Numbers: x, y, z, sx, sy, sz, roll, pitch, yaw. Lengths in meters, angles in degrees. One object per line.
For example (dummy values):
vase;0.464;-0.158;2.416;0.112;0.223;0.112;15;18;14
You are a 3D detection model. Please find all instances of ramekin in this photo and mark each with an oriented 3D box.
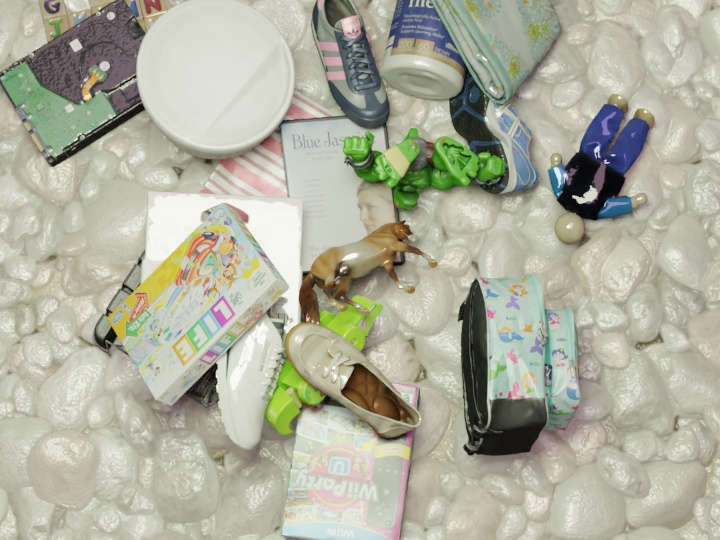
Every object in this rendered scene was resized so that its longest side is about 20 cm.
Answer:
ramekin;-0.183;-0.234;1.733;0.199;0.094;0.205;2;76;-7

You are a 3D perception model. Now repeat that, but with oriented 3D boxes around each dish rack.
dish rack;-0.224;0.072;1.719;0.199;0.055;0.154;31;80;5

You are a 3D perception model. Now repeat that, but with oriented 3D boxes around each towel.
towel;-0.106;-0.138;1.777;0.145;0.030;0.202;29;79;6
towel;0.173;-0.339;1.738;0.171;0.048;0.201;-48;117;-35

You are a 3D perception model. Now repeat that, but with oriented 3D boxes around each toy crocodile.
toy crocodile;-0.044;0.110;1.646;0.067;0.062;0.200;17;59;44

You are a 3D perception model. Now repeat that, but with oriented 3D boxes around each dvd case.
dvd case;-0.024;-0.100;1.755;0.141;0.018;0.203;-6;81;-12

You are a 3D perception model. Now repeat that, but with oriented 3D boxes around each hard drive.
hard drive;-0.358;-0.247;1.794;0.199;0.038;0.141;-34;83;-6

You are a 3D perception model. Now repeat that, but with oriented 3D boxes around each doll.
doll;0.310;-0.123;1.761;0.135;0.049;0.201;30;79;8

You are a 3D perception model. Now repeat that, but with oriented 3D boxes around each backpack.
backpack;0.186;0.105;1.646;0.148;0.178;0.203;-7;67;-5

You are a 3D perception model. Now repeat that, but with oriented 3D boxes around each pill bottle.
pill bottle;0.099;-0.335;1.779;0.109;0.111;0.203;12;77;3

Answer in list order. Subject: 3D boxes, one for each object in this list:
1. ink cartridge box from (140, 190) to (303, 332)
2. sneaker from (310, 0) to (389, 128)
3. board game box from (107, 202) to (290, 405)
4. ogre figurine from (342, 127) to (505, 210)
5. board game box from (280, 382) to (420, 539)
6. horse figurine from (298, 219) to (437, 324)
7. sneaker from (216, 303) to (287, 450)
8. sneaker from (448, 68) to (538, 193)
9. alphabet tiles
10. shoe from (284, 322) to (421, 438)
ink cartridge box;-0.169;-0.003;1.686;0.197;0.045;0.179;3;79;-2
sneaker;-0.014;-0.280;1.765;0.069;0.082;0.202;-17;67;-18
board game box;-0.191;0.038;1.592;0.200;0.034;0.135;-44;58;9
ogre figurine;0.071;-0.132;1.709;0.197;0.120;0.099;-14;87;-12
board game box;-0.010;0.235;1.674;0.145;0.064;0.203;7;77;3
horse figurine;0.000;0.000;1.667;0.198;0.050;0.133;-27;40;-16
sneaker;-0.123;0.108;1.604;0.079;0.076;0.203;-3;82;7
sneaker;0.173;-0.187;1.775;0.076;0.076;0.203;3;64;-36
alphabet tiles;-0.327;-0.345;1.838;0.197;0.008;0.169;-15;77;-2
shoe;-0.005;0.127;1.591;0.200;0.053;0.070;41;69;-26
